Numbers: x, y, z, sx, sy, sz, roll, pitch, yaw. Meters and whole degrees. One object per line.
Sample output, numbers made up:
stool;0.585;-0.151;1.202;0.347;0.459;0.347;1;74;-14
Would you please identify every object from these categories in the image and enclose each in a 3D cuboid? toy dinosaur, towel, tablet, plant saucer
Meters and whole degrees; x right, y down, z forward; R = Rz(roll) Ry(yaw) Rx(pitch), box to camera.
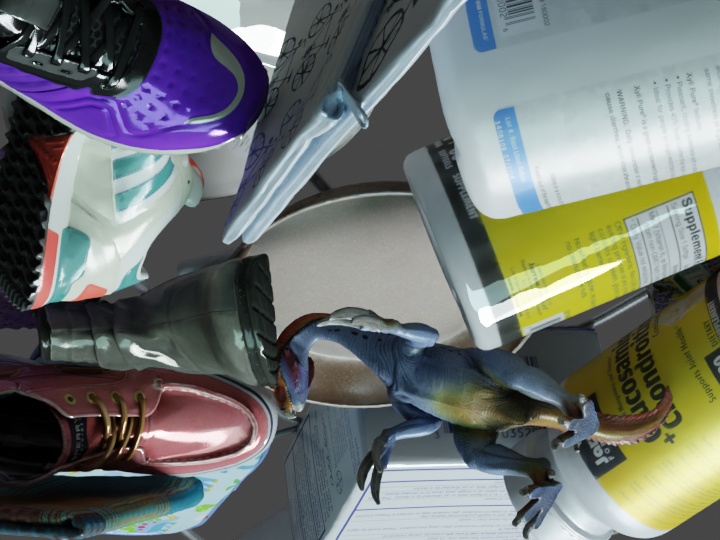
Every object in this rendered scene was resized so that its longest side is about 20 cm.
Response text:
toy dinosaur;0.042;0.075;1.181;0.199;0.181;0.106;2;113;-51
towel;-0.184;0.129;1.182;0.145;0.022;0.200;1;179;14
tablet;0.000;0.000;1.278;0.198;0.014;0.130;-14;151;11
plant saucer;0.010;0.011;1.238;0.198;0.032;0.201;-3;141;-2

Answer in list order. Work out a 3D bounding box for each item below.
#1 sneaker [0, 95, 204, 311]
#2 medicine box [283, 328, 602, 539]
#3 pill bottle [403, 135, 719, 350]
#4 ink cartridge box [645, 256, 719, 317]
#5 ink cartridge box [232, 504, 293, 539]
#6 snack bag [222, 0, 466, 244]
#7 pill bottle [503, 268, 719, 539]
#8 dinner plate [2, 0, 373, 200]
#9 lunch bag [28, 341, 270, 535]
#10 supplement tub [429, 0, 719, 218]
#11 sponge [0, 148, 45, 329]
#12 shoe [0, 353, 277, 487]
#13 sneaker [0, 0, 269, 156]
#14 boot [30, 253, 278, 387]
sneaker;-0.116;-0.071;1.025;0.093;0.070;0.201;-4;125;-39
medicine box;0.058;0.129;1.435;0.181;0.104;0.200;0;151;-17
pill bottle;0.133;-0.046;1.109;0.199;0.115;0.114;-23;151;0
ink cartridge box;0.221;-0.029;1.249;0.108;0.051;0.200;-12;152;5
ink cartridge box;0.010;0.240;1.655;0.199;0.077;0.136;14;144;-39
snack bag;0.010;-0.126;0.883;0.021;0.189;0.200;28;140;-15
pill bottle;0.184;0.091;1.261;0.200;0.113;0.112;-39;141;28
dinner plate;-0.087;-0.082;1.095;0.198;0.024;0.201;-8;152;-4
lunch bag;-0.154;0.103;1.339;0.160;0.083;0.200;5;153;-22
supplement tub;0.137;-0.108;0.998;0.198;0.133;0.132;-12;151;8
sponge;-0.196;-0.012;1.156;0.111;0.030;0.200;1;157;-16
shoe;-0.147;0.090;1.184;0.198;0.072;0.091;5;-167;-2
sneaker;-0.134;-0.104;0.891;0.199;0.070;0.100;22;177;-5
boot;-0.111;0.034;1.114;0.130;0.068;0.200;-4;176;-6
